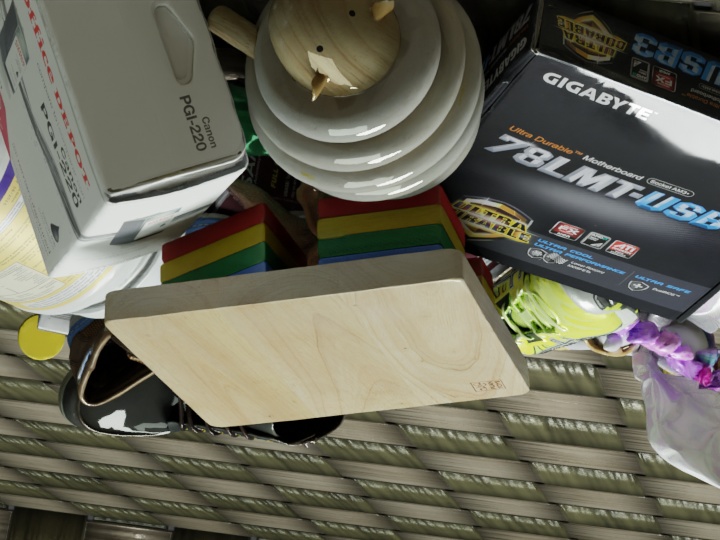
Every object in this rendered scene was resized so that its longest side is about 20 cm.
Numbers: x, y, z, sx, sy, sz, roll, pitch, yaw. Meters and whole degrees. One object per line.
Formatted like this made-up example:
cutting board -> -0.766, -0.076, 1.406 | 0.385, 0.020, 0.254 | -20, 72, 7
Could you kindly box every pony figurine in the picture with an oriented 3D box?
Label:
pony figurine -> 0.220, 0.055, 1.770 | 0.193, 0.167, 0.200 | 17, -179, -1

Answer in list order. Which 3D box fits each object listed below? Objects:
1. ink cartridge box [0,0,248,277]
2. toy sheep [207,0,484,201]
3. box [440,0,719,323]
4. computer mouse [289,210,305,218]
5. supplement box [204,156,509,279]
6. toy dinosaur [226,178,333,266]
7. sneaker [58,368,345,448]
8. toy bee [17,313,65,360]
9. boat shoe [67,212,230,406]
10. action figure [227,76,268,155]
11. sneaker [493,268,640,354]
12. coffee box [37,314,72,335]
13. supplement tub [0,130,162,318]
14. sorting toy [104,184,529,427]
ink cartridge box -> -0.138, -0.090, 1.344 | 0.085, 0.146, 0.200 | -17, 173, -20
toy sheep -> 0.001, -0.100, 1.293 | 0.138, 0.138, 0.200 | 4, 167, 20
box -> 0.142, -0.057, 1.389 | 0.200, 0.050, 0.199 | 19, 149, -16
computer mouse -> -0.028, 0.020, 1.631 | 0.110, 0.044, 0.200 | -27, 154, 12
supplement box -> 0.006, -0.046, 1.631 | 0.200, 0.061, 0.109 | 11, 165, -11
toy dinosaur -> 0.000, 0.000, 1.534 | 0.200, 0.136, 0.086 | 12, -156, -17
sneaker -> -0.115, 0.090, 1.818 | 0.200, 0.075, 0.106 | -10, -156, -17
toy bee -> -0.221, 0.012, 1.919 | 0.200, 0.131, 0.109 | 9, 146, 51
boat shoe -> -0.129, 0.032, 1.664 | 0.072, 0.072, 0.200 | 18, 143, -27
action figure -> -0.022, -0.097, 1.462 | 0.200, 0.055, 0.118 | 5, 164, 19
sneaker -> 0.122, 0.024, 1.574 | 0.075, 0.076, 0.200 | 52, 175, 4
coffee box -> -0.127, 0.008, 1.800 | 0.200, 0.080, 0.113 | 12, -159, -11
supplement tub -> -0.217, -0.055, 1.563 | 0.145, 0.145, 0.200 | -1, 162, 35
sorting toy -> -0.020, 0.019, 1.417 | 0.199, 0.070, 0.200 | -7, 158, 12
